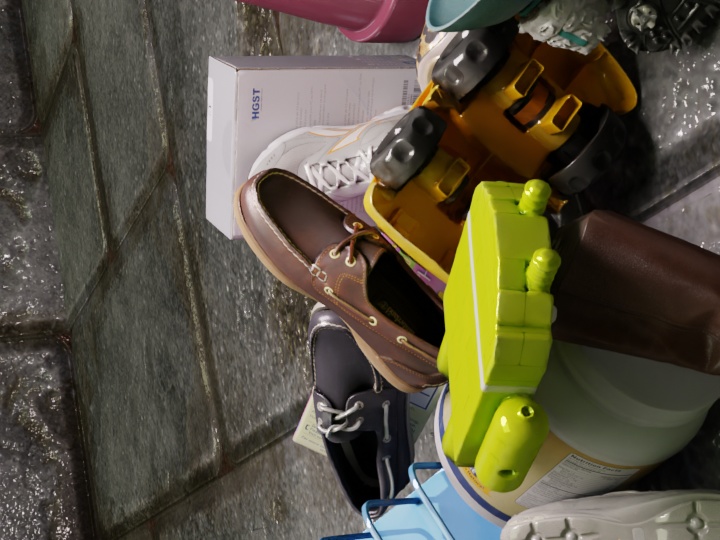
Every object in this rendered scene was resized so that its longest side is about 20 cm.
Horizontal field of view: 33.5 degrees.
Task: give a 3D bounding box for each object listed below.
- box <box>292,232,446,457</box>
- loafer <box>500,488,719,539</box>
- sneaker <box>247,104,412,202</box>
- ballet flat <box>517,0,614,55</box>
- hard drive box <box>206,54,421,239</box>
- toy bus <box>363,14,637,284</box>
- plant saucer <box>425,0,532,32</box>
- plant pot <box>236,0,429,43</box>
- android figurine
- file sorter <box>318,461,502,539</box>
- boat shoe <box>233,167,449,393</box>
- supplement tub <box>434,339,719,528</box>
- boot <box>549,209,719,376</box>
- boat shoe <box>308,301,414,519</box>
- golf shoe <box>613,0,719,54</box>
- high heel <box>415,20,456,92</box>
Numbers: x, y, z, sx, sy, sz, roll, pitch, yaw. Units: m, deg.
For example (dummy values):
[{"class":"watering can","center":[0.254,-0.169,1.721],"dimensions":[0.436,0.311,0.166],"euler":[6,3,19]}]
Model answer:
[{"class":"box","center":[0.037,0.045,1.005],"dimensions":[0.176,0.096,0.200],"euler":[-64,-2,-45]},{"class":"loafer","center":[0.188,0.168,0.755],"dimensions":[0.199,0.070,0.070],"euler":[-3,92,21]},{"class":"sneaker","center":[-0.002,-0.095,1.038],"dimensions":[0.092,0.199,0.076],"euler":[23,134,65]},{"class":"ballet flat","center":[0.154,-0.224,0.818],"dimensions":[0.072,0.071,0.201],"euler":[-47,21,58]},{"class":"hard drive box","center":[-0.038,-0.119,1.114],"dimensions":[0.077,0.199,0.157],"euler":[36,126,58]},{"class":"toy bus","center":[0.074,-0.084,0.882],"dimensions":[0.200,0.136,0.192],"euler":[-54,15,-14]},{"class":"plant saucer","center":[0.113,-0.229,0.759],"dimensions":[0.200,0.036,0.200],"euler":[-52,17,23]},{"class":"plant pot","center":[-0.036,-0.313,1.100],"dimensions":[0.200,0.178,0.201],"euler":[176,90,-64]},{"class":"android figurine","center":[0.080,0.030,0.702],"dimensions":[0.200,0.041,0.183],"euler":[103,169,-52]},{"class":"file sorter","center":[0.023,0.249,0.878],"dimensions":[0.200,0.123,0.139],"euler":[-41,67,15]},{"class":"boat shoe","center":[0.000,0.000,0.829],"dimensions":[0.200,0.070,0.070],"euler":[43,148,-8]},{"class":"supplement tub","center":[0.148,0.082,0.817],"dimensions":[0.200,0.144,0.145],"euler":[122,136,-52]},{"class":"boot","center":[0.199,-0.007,0.640],"dimensions":[0.064,0.199,0.187],"euler":[-57,-15,-52]},{"class":"boat shoe","center":[-0.001,0.110,0.908],"dimensions":[0.063,0.072,0.201],"euler":[-65,-30,-44]},{"class":"golf shoe","center":[0.201,-0.240,0.756],"dimensions":[0.088,0.077,0.201],"euler":[-92,7,-67]},{"class":"high heel","center":[0.088,-0.237,1.010],"dimensions":[0.200,0.071,0.143],"euler":[108,166,-56]}]
